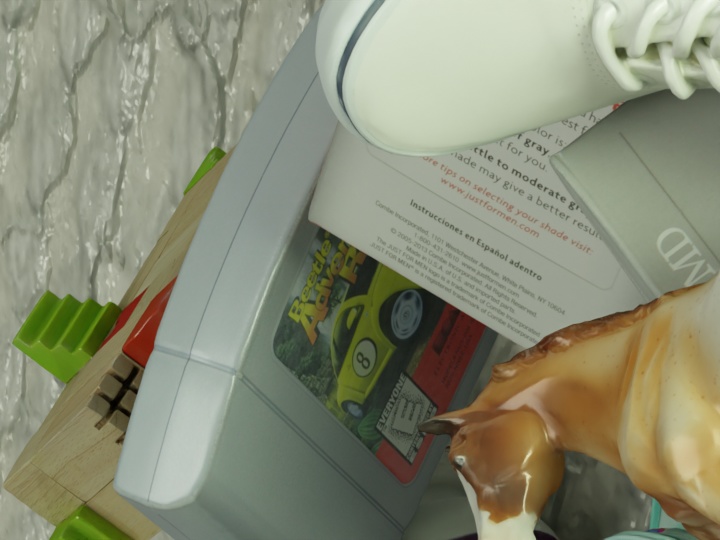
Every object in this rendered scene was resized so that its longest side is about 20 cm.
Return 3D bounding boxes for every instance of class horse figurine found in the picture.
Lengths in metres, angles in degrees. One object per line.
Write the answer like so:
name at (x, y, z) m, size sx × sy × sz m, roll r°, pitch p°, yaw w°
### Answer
horse figurine at (0.095, 0.016, 0.573) m, size 0.200 × 0.050 × 0.133 m, roll -55°, pitch 35°, yaw 31°

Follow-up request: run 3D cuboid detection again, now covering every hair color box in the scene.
hair color box at (0.063, -0.075, 0.734) m, size 0.101 × 0.061 × 0.200 m, roll 31°, pitch 132°, yaw 14°

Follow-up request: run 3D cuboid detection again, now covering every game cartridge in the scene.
game cartridge at (0.000, 0.000, 0.888) m, size 0.041 × 0.133 × 0.200 m, roll 14°, pitch 72°, yaw 35°

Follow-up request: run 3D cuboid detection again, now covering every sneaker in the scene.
sneaker at (0.084, -0.067, 0.624) m, size 0.071 × 0.200 × 0.073 m, roll -99°, pitch -18°, yaw -47°

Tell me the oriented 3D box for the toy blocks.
toy blocks at (-0.044, 0.011, 1.017) m, size 0.100 × 0.200 × 0.137 m, roll 37°, pitch 142°, yaw -10°

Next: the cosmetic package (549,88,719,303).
cosmetic package at (0.157, -0.033, 0.670) m, size 0.107 × 0.200 × 0.090 m, roll 54°, pitch 180°, yaw 35°

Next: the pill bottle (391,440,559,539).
pill bottle at (0.035, 0.146, 0.946) m, size 0.200 × 0.112 × 0.112 m, roll 61°, pitch 140°, yaw 31°

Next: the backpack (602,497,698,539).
backpack at (0.138, 0.115, 0.759) m, size 0.176 × 0.153 × 0.200 m, roll 17°, pitch 101°, yaw 59°
